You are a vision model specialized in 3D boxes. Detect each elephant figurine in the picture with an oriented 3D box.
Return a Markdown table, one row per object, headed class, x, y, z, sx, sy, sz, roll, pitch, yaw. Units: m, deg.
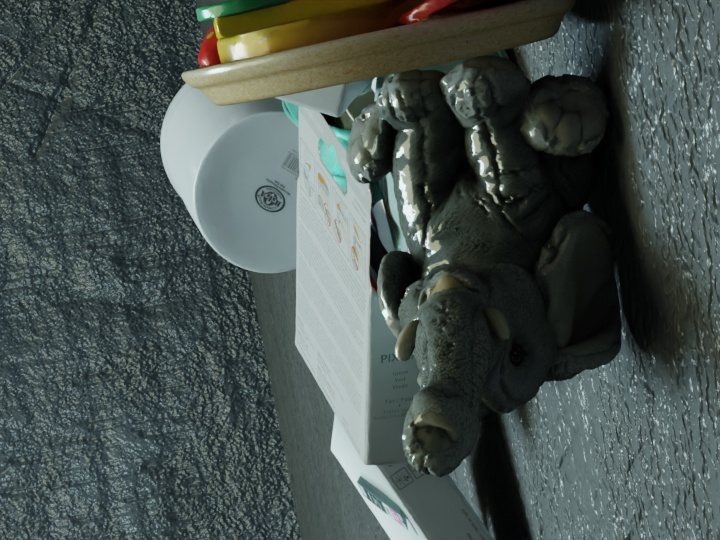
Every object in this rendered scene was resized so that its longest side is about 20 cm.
| class | x | y | z | sx | sy | sz | roll | pitch | yaw |
| --- | --- | --- | --- | --- | --- | --- | --- | --- | --- |
| elephant figurine | 0.059 | 0.011 | 0.995 | 0.141 | 0.154 | 0.202 | -28 | 61 | 59 |

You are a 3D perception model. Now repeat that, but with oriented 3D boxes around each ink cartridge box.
| class | x | y | z | sx | sy | sz | roll | pitch | yaw |
| --- | --- | --- | --- | --- | --- | --- | --- | --- | --- |
| ink cartridge box | 0.000 | 0.000 | 1.329 | 0.161 | 0.050 | 0.201 | -123 | 32 | -56 |
| ink cartridge box | 0.048 | 0.192 | 1.440 | 0.201 | 0.043 | 0.174 | 54 | 163 | 19 |

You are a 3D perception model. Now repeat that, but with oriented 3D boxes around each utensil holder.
| class | x | y | z | sx | sy | sz | roll | pitch | yaw |
| --- | --- | --- | --- | --- | --- | --- | --- | --- | --- |
| utensil holder | -0.100 | -0.100 | 1.997 | 0.200 | 0.169 | 0.171 | -122 | 24 | -68 |

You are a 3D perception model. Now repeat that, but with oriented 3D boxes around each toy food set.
| class | x | y | z | sx | sy | sz | roll | pitch | yaw |
| --- | --- | --- | --- | --- | --- | --- | --- | --- | --- |
| toy food set | 0.011 | -0.119 | 0.980 | 0.198 | 0.198 | 0.049 | -132 | 30 | -82 |

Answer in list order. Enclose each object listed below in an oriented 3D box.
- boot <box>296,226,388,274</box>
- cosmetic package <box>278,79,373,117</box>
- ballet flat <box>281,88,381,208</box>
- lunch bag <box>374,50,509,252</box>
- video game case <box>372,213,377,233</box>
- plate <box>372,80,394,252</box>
| class | x | y | z | sx | sy | sz | roll | pitch | yaw |
| --- | --- | --- | --- | --- | --- | --- | --- | --- | --- |
| boot | 0.015 | 0.019 | 1.480 | 0.163 | 0.073 | 0.199 | 61 | 170 | 20 |
| cosmetic package | -0.012 | -0.203 | 1.184 | 0.113 | 0.081 | 0.201 | -50 | -24 | -61 |
| ballet flat | -0.010 | -0.115 | 1.490 | 0.200 | 0.067 | 0.071 | -113 | 40 | -59 |
| lunch bag | 0.058 | -0.029 | 1.205 | 0.161 | 0.076 | 0.201 | 97 | 163 | -64 |
| video game case | -0.001 | -0.021 | 1.719 | 0.201 | 0.036 | 0.182 | 74 | -178 | -54 |
| plate | 0.025 | -0.106 | 1.543 | 0.200 | 0.032 | 0.201 | 106 | 154 | -74 |
